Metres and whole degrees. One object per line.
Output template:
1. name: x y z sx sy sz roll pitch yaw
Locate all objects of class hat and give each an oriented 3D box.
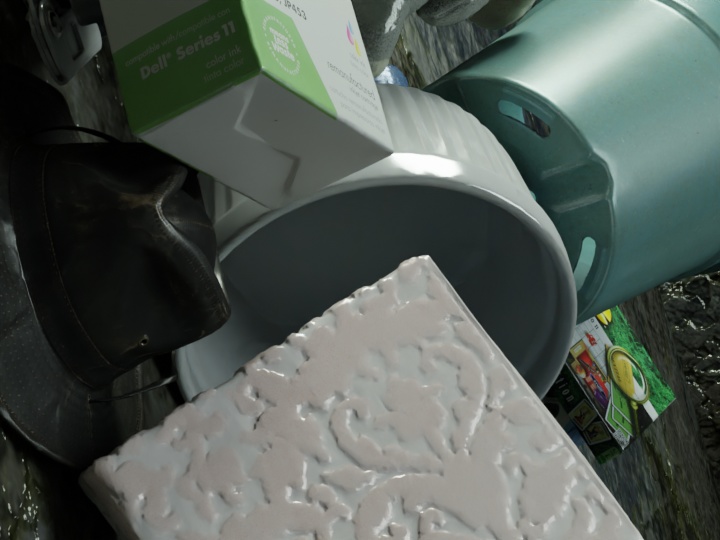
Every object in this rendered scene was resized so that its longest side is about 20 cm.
1. hat: -0.099 -0.007 0.978 0.201 0.081 0.201 -13 90 -77

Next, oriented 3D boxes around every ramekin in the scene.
1. ramekin: 0.000 0.000 1.159 0.105 0.200 0.200 -104 172 -49

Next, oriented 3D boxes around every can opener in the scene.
1. can opener: -0.113 -0.137 1.089 0.200 0.067 0.053 -67 141 -70

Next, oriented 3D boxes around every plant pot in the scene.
1. plant pot: 0.121 -0.061 1.294 0.196 0.200 0.201 -29 106 -49

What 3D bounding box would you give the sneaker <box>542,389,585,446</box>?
1. sneaker: 0.093 0.097 1.490 0.090 0.200 0.079 9 82 -32

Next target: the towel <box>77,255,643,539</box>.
1. towel: 0.009 0.113 0.975 0.191 0.200 0.032 53 -32 9

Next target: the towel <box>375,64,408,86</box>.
1. towel: 0.010 -0.025 1.414 0.112 0.048 0.200 106 -18 -45

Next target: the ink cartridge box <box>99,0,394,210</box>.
1. ink cartridge box: -0.062 -0.139 1.000 0.117 0.067 0.200 27 42 -57

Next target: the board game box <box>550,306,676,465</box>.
1. board game box: 0.114 0.013 1.404 0.200 0.023 0.105 57 28 0

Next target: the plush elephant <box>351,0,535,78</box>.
1. plush elephant: 0.017 -0.184 1.211 0.165 0.200 0.155 48 -17 14
